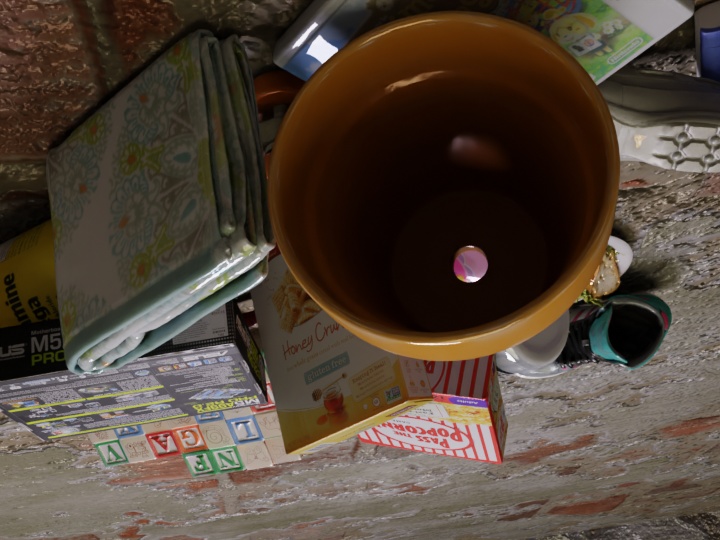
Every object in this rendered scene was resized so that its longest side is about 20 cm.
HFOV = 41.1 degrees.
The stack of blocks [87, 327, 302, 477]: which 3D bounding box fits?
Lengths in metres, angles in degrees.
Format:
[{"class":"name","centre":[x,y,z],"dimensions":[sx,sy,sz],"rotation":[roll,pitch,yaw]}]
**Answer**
[{"class":"stack of blocks","centre":[-0.158,0.132,0.912],"dimensions":[0.199,0.059,0.116],"rotation":[-12,113,16]}]

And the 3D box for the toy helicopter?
[{"class":"toy helicopter","centre":[-0.009,-0.075,0.725],"dimensions":[0.199,0.079,0.132],"rotation":[1,156,-25]}]

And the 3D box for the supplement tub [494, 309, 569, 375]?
[{"class":"supplement tub","centre":[0.090,0.045,0.928],"dimensions":[0.122,0.123,0.199],"rotation":[15,159,-42]}]

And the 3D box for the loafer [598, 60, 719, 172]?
[{"class":"loafer","centre":[0.185,-0.119,0.707],"dimensions":[0.199,0.070,0.070],"rotation":[10,138,-1]}]

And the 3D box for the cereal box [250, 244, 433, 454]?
[{"class":"cereal box","centre":[-0.027,0.037,0.804],"dimensions":[0.144,0.201,0.039],"rotation":[-31,156,36]}]

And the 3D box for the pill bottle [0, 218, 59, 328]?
[{"class":"pill bottle","centre":[-0.247,0.017,0.789],"dimensions":[0.199,0.113,0.112],"rotation":[-22,152,25]}]

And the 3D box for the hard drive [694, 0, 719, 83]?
[{"class":"hard drive","centre":[0.327,-0.153,0.735],"dimensions":[0.131,0.026,0.200],"rotation":[-16,154,14]}]

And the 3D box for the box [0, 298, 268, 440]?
[{"class":"box","centre":[-0.183,0.080,0.759],"dimensions":[0.199,0.045,0.160],"rotation":[-9,157,0]}]

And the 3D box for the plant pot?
[{"class":"plant pot","centre":[0.062,-0.030,0.618],"dimensions":[0.199,0.201,0.183],"rotation":[-14,160,9]}]

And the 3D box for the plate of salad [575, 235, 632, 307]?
[{"class":"plate of salad","centre":[0.192,0.016,1.019],"dimensions":[0.199,0.048,0.200],"rotation":[-8,156,-4]}]

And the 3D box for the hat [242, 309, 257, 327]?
[{"class":"hat","centre":[-0.148,0.067,1.041],"dimensions":[0.199,0.177,0.166],"rotation":[25,163,23]}]

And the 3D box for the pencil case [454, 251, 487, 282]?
[{"class":"pencil case","centre":[0.092,-0.020,0.782],"dimensions":[0.087,0.088,0.200],"rotation":[15,137,-41]}]

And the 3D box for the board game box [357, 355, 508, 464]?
[{"class":"board game box","centre":[0.057,0.124,0.909],"dimensions":[0.150,0.047,0.200],"rotation":[6,155,16]}]

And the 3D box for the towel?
[{"class":"towel","centre":[-0.138,-0.042,0.635],"dimensions":[0.199,0.172,0.048],"rotation":[-28,151,34]}]

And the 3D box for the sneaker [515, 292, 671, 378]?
[{"class":"sneaker","centre":[0.263,0.080,1.095],"dimensions":[0.199,0.084,0.121],"rotation":[-21,177,8]}]

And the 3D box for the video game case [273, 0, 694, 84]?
[{"class":"video game case","centre":[0.072,-0.151,0.606],"dimensions":[0.181,0.022,0.200],"rotation":[24,141,-28]}]
